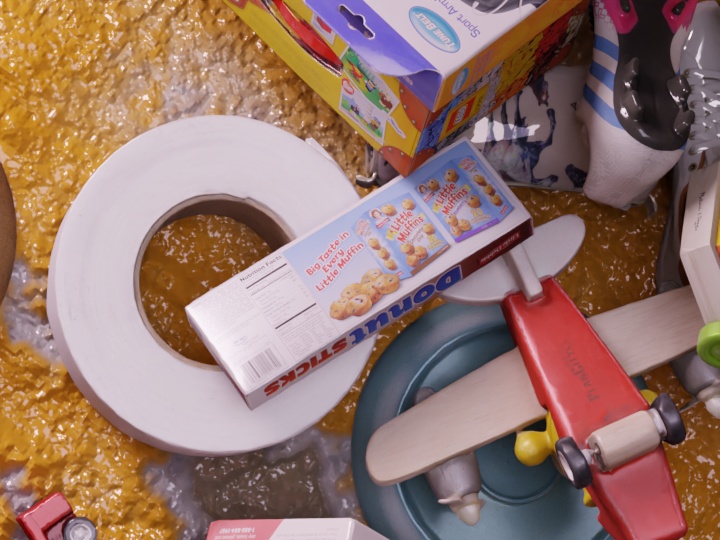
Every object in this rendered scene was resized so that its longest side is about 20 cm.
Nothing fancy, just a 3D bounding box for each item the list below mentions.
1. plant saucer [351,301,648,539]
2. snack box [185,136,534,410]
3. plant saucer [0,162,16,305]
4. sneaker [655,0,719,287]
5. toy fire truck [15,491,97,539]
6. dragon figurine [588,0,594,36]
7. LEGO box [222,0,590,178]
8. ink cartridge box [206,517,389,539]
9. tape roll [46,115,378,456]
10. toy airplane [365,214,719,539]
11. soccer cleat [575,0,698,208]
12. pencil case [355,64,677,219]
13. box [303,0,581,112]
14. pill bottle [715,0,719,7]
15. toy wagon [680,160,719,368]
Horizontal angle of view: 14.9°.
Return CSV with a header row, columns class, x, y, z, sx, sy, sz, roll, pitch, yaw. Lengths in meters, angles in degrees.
class,x,y,z,sx,sy,sz,roll,pitch,yaw
plant saucer,0.094,0.112,1.698,0.198,0.027,0.202,1,84,-11
snack box,0.000,0.000,1.606,0.199,0.024,0.072,-32,60,-11
plant saucer,-0.302,-0.024,1.634,0.198,0.035,0.202,1,84,-11
sneaker,0.228,-0.074,1.714,0.072,0.085,0.202,4,82,-8
toy fire truck,-0.206,0.205,1.621,0.141,0.049,0.201,-34,92,-12
dragon figurine,0.110,-0.196,1.717,0.199,0.059,0.100,22,80,-9
LEGO box,0.016,-0.177,1.640,0.149,0.077,0.200,-37,72,-29
ink cartridge box,-0.048,0.248,1.586,0.067,0.116,0.201,34,61,-42
tape roll,-0.087,0.010,1.653,0.201,0.071,0.204,1,84,-10
toy airplane,0.123,0.071,1.638,0.199,0.142,0.200,13,58,18
soccer cleat,0.157,-0.124,1.645,0.069,0.086,0.201,22,45,-14
pencil case,0.093,-0.084,1.692,0.198,0.078,0.090,3,69,-10
box,0.056,-0.177,1.579,0.200,0.042,0.119,-38,72,-26
pill bottle,0.282,-0.164,1.680,0.109,0.110,0.201,-20,57,-12
toy wagon,0.260,0.018,1.635,0.200,0.039,0.156,39,45,-30
